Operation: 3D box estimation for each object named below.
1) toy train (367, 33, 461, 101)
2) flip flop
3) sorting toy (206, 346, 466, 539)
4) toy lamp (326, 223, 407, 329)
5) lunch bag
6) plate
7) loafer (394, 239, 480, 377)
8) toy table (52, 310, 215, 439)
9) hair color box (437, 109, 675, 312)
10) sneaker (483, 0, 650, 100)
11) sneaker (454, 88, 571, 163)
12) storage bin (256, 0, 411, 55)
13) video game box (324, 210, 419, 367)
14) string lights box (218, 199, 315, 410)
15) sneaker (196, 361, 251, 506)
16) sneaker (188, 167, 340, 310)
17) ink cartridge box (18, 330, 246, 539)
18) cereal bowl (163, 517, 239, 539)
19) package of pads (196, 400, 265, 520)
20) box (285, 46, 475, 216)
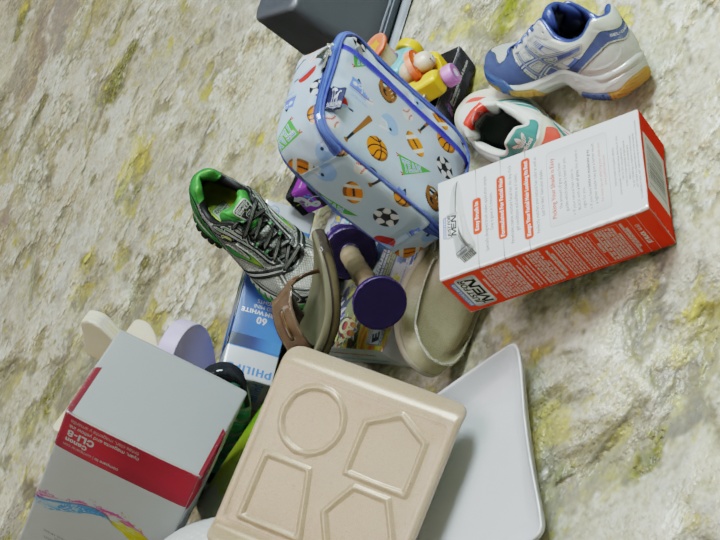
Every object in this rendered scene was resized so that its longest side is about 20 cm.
[{"bbox_3d":[0.019,-0.178,1.767,0.150,0.056,0.200,-41,27,3],"label":"toy train"},{"bbox_3d":[-0.061,0.054,1.661,0.081,0.057,0.200,-107,29,-54],"label":"flip flop"},{"bbox_3d":[-0.020,0.183,1.554,0.185,0.036,0.200,18,75,24],"label":"sorting toy"},{"bbox_3d":[0.000,0.000,1.666,0.058,0.058,0.200,-56,21,10],"label":"toy lamp"},{"bbox_3d":[0.014,-0.121,1.600,0.075,0.200,0.161,-26,34,37],"label":"lunch bag"},{"bbox_3d":[0.087,0.192,1.529,0.200,0.032,0.200,-38,40,33],"label":"plate"},{"bbox_3d":[0.090,0.002,1.625,0.068,0.076,0.201,-14,55,57],"label":"loafer"},{"bbox_3d":[-0.231,0.126,1.847,0.184,0.117,0.201,-49,-31,-54],"label":"toy table"},{"bbox_3d":[0.167,-0.050,1.518,0.199,0.064,0.111,-19,50,25],"label":"hair color box"},{"bbox_3d":[0.184,-0.213,1.621,0.075,0.088,0.200,-40,28,-29],"label":"sneaker"},{"bbox_3d":[0.130,-0.142,1.657,0.070,0.093,0.200,-57,33,8],"label":"sneaker"},{"bbox_3d":[-0.032,-0.330,1.990,0.145,0.134,0.201,-5,62,53],"label":"storage bin"},{"bbox_3d":[0.016,-0.006,1.765,0.182,0.047,0.201,-2,65,57],"label":"video game box"},{"bbox_3d":[-0.104,0.038,1.856,0.103,0.059,0.201,120,165,-67],"label":"string lights box"},{"bbox_3d":[-0.156,0.153,1.808,0.088,0.074,0.200,-91,12,-49],"label":"sneaker"},{"bbox_3d":[-0.105,-0.031,1.778,0.200,0.085,0.078,34,76,22],"label":"sneaker"},{"bbox_3d":[-0.225,0.196,1.702,0.145,0.144,0.200,-65,0,-55],"label":"ink cartridge box"},{"bbox_3d":[-0.127,0.327,1.581,0.200,0.200,0.083,-57,-12,9],"label":"cereal bowl"},{"bbox_3d":[-0.078,0.234,1.699,0.155,0.068,0.200,-56,30,11],"label":"package of pads"},{"bbox_3d":[0.021,-0.145,1.818,0.200,0.036,0.143,-23,33,39],"label":"box"}]
